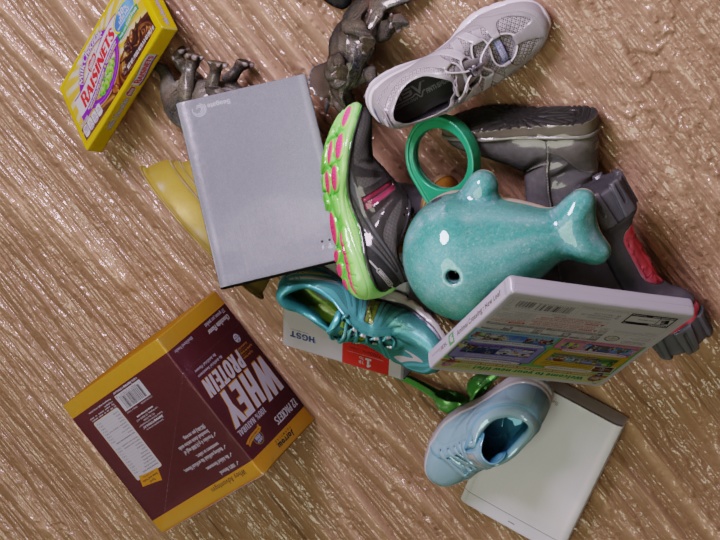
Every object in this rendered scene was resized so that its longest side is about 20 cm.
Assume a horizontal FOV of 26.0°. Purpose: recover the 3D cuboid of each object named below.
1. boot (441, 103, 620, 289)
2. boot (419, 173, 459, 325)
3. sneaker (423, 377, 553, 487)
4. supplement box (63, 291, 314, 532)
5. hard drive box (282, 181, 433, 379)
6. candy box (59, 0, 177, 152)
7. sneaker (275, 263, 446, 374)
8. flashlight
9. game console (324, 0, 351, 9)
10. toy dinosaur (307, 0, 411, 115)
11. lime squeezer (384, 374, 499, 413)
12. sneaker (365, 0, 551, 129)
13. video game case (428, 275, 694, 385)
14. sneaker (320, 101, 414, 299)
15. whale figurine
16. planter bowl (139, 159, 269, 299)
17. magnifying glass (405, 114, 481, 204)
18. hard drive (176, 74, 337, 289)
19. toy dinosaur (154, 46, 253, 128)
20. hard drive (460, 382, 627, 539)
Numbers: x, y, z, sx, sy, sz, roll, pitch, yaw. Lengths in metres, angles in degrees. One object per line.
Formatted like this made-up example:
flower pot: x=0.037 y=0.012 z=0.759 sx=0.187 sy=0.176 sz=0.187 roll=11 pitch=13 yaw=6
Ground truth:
boot: x=0.178 y=-0.067 z=1.599 sx=0.182 sy=0.073 sz=0.200 roll=6 pitch=124 yaw=28
boot: x=0.138 y=0.003 z=1.618 sx=0.144 sy=0.071 sz=0.201 roll=26 pitch=139 yaw=46
sneaker: x=0.128 y=0.188 z=1.702 sx=0.074 sy=0.082 sz=0.200 roll=38 pitch=127 yaw=-4
supplement box: x=-0.206 y=0.172 z=1.879 sx=0.197 sy=0.133 sz=0.200 roll=-34 pitch=96 yaw=36
hard drive box: x=0.000 y=0.000 z=1.715 sx=0.156 sy=0.077 sz=0.200 roll=14 pitch=120 yaw=23
candy box: x=-0.274 y=-0.236 z=1.745 sx=0.200 sy=0.026 sz=0.102 roll=-51 pitch=52 yaw=36
sneaker: x=0.000 y=0.058 z=1.647 sx=0.200 sy=0.080 sz=0.078 roll=27 pitch=124 yaw=13
flashlight: x=0.281 y=-0.007 z=1.549 sx=0.068 sy=0.068 sz=0.200 roll=-15 pitch=115 yaw=34
game console: x=-0.040 y=-0.387 z=1.572 sx=0.177 sy=0.031 sz=0.200 roll=36 pitch=127 yaw=2
toy dinosaur: x=-0.001 y=-0.236 z=1.590 sx=0.077 sy=0.102 sz=0.200 roll=12 pitch=113 yaw=-27
lime squeezer: x=0.117 y=0.121 z=1.747 sx=0.200 sy=0.038 sz=0.071 roll=-17 pitch=74 yaw=35
sneaker: x=0.102 y=-0.191 z=1.526 sx=0.200 sy=0.082 sz=0.075 roll=-32 pitch=115 yaw=8
video game case: x=0.193 y=0.062 z=1.523 sx=0.200 sy=0.022 sz=0.182 roll=7 pitch=151 yaw=-22
sneaker: x=0.010 y=-0.072 z=1.593 sx=0.077 sy=0.084 sz=0.200 roll=-172 pitch=74 yaw=-70
whale figurine: x=0.135 y=-0.018 z=1.501 sx=0.200 sy=0.104 sz=0.159 roll=-11 pitch=106 yaw=23
planter bowl: x=-0.146 y=-0.069 z=1.724 sx=0.083 sy=0.200 sz=0.200 roll=-43 pitch=91 yaw=3
magnifying glass: x=0.092 y=-0.059 z=1.577 sx=0.080 sy=0.022 sz=0.200 roll=-1 pitch=104 yaw=34
hard drive: x=-0.102 y=-0.093 z=1.629 sx=0.139 sy=0.033 sz=0.200 roll=-14 pitch=86 yaw=-5
toy dinosaur: x=-0.173 y=-0.186 z=1.705 sx=0.200 sy=0.077 sz=0.102 roll=14 pitch=106 yaw=18
hard drive: x=0.202 y=0.213 z=1.746 sx=0.132 sy=0.027 sz=0.200 roll=28 pitch=124 yaw=14
